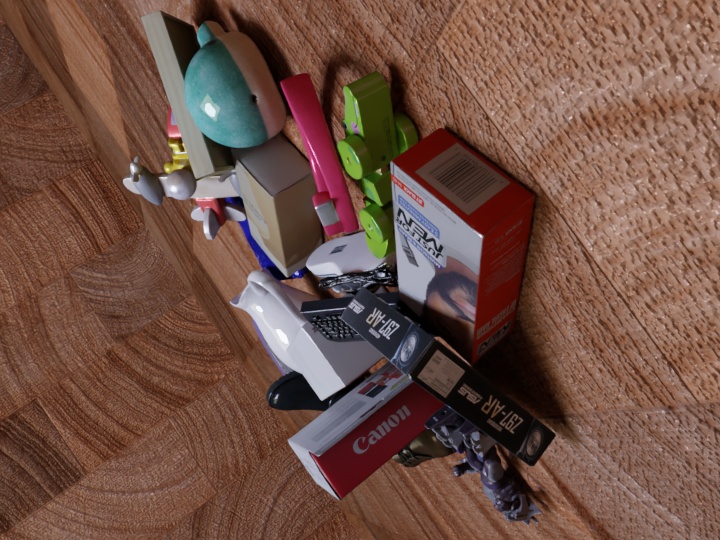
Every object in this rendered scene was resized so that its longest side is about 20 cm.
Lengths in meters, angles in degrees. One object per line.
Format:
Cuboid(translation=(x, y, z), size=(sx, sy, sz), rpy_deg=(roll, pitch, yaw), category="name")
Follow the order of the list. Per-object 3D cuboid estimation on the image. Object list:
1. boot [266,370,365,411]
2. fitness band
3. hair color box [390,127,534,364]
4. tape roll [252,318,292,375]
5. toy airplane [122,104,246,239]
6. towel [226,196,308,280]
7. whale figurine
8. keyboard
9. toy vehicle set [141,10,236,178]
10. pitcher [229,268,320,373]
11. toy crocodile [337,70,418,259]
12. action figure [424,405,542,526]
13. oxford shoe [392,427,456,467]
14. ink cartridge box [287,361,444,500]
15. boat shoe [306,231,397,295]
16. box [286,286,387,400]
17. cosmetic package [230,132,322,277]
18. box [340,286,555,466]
Cuboid(translation=(-0.040, 0.236, 1.193), size=(0.163, 0.197, 0.074), rpy_deg=(51, 138, 45), category="boot")
Cuboid(translation=(-0.040, -0.115, 0.732), size=(0.200, 0.037, 0.144), rpy_deg=(74, 180, -76), category="fitness band")
Cuboid(translation=(0.087, -0.014, 0.643), size=(0.111, 0.064, 0.200), rpy_deg=(43, 159, 30), category="hair color box")
Cuboid(translation=(-0.126, 0.151, 1.423), size=(0.200, 0.085, 0.200), rpy_deg=(47, 159, 24), category="tape roll")
Cuboid(translation=(-0.248, -0.135, 1.080), size=(0.199, 0.141, 0.200), rpy_deg=(41, 121, -7), category="toy airplane")
Cuboid(translation=(-0.169, -0.069, 1.209), size=(0.201, 0.049, 0.148), rpy_deg=(59, 162, -9), category="towel")
Cuboid(translation=(-0.168, -0.218, 0.866), size=(0.200, 0.103, 0.160), rpy_deg=(42, 159, 56), category="whale figurine")
Cuboid(translation=(0.013, 0.043, 0.814), size=(0.199, 0.021, 0.127), rpy_deg=(-8, 133, 35), category="keyboard")
Cuboid(translation=(-0.213, -0.221, 0.916), size=(0.124, 0.026, 0.201), rpy_deg=(-58, -49, -79), category="toy vehicle set")
Cuboid(translation=(-0.110, 0.079, 1.160), size=(0.200, 0.121, 0.172), rpy_deg=(41, 165, -3), category="pitcher")
Cuboid(translation=(0.018, -0.092, 0.675), size=(0.062, 0.067, 0.201), rpy_deg=(38, 155, 43), category="toy crocodile")
Cuboid(translation=(0.161, 0.254, 0.909), size=(0.130, 0.069, 0.201), rpy_deg=(15, 140, 56), category="action figure")
Cuboid(translation=(0.091, 0.267, 1.080), size=(0.073, 0.084, 0.200), rpy_deg=(54, 160, 11), category="oxford shoe")
Cuboid(translation=(0.016, 0.218, 0.994), size=(0.084, 0.200, 0.175), rpy_deg=(56, 163, -5), category="ink cartridge box")
Cuboid(translation=(0.000, 0.000, 0.874), size=(0.068, 0.072, 0.200), rpy_deg=(47, 158, -18), category="boat shoe")
Cuboid(translation=(-0.021, 0.101, 1.011), size=(0.098, 0.124, 0.200), rpy_deg=(53, 162, 5), category="box")
Cuboid(translation=(-0.112, -0.090, 0.995), size=(0.105, 0.071, 0.200), rpy_deg=(47, 160, 25), category="cosmetic package")
Cuboid(translation=(0.088, 0.107, 0.739), size=(0.200, 0.044, 0.160), rpy_deg=(39, 177, -30), category="box")
